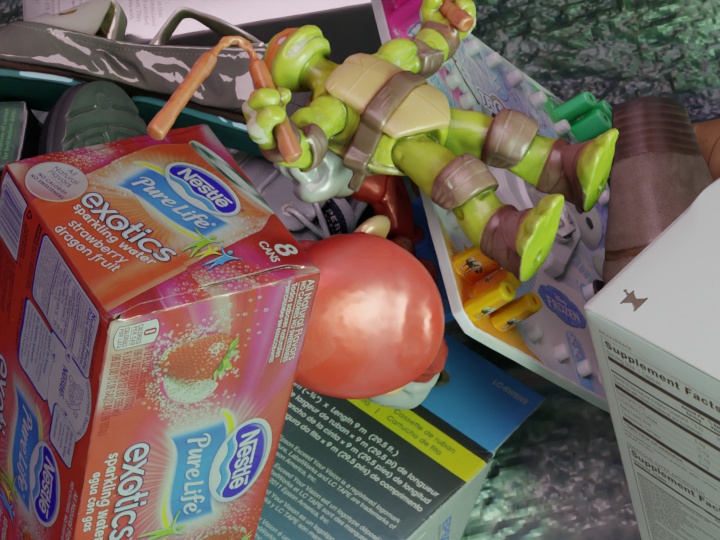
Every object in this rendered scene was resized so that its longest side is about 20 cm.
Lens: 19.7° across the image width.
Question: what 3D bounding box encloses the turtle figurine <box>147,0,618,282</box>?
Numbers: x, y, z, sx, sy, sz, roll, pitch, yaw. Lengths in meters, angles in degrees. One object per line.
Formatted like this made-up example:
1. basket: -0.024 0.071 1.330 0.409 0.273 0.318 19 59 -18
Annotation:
1. turtle figurine: 0.013 -0.057 0.851 0.161 0.064 0.200 31 35 16

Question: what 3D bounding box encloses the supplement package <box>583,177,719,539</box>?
1. supplement package: 0.209 0.064 0.846 0.152 0.200 0.151 -41 48 -21

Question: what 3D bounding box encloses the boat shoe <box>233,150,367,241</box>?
1. boat shoe: -0.038 -0.025 1.025 0.071 0.070 0.201 -16 23 23

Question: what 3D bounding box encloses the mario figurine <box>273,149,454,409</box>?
1. mario figurine: 0.000 0.000 0.938 0.106 0.200 0.123 -43 83 28

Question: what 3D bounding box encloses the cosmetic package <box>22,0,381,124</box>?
1. cosmetic package: -0.072 -0.141 1.119 0.200 0.108 0.085 -9 70 7

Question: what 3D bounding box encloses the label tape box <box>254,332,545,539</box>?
1. label tape box: -0.028 0.103 0.993 0.144 0.063 0.200 33 56 27

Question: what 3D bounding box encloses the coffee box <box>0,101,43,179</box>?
1. coffee box: -0.253 -0.039 1.101 0.200 0.123 0.044 -1 64 11

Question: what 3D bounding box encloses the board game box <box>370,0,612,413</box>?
1. board game box: 0.087 -0.032 0.976 0.026 0.200 0.200 -30 55 26

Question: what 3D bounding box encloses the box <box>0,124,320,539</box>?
1. box: -0.095 0.051 0.856 0.095 0.200 0.100 -14 47 -30

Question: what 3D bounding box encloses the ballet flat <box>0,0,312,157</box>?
1. ballet flat: -0.113 -0.104 1.039 0.200 0.067 0.064 12 78 14

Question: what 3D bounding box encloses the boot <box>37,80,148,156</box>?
1. boot: -0.187 0.001 1.022 0.200 0.066 0.165 -6 91 39

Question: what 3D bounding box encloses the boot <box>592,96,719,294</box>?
1. boot: 0.176 -0.004 0.983 0.070 0.200 0.146 -18 78 41
